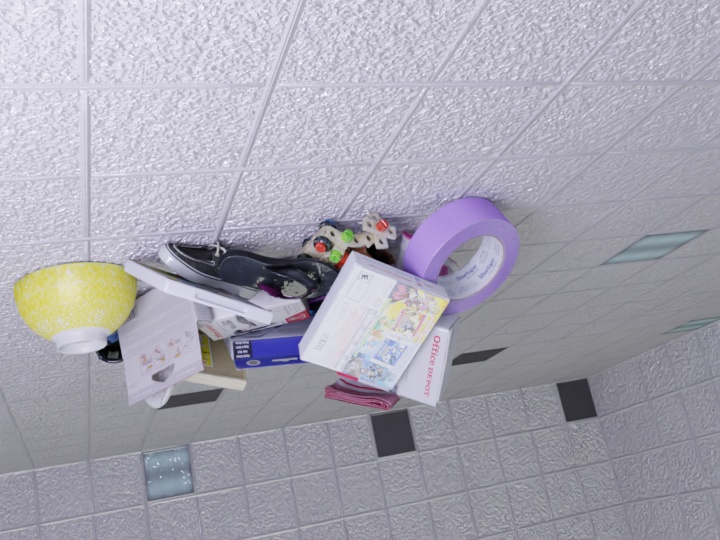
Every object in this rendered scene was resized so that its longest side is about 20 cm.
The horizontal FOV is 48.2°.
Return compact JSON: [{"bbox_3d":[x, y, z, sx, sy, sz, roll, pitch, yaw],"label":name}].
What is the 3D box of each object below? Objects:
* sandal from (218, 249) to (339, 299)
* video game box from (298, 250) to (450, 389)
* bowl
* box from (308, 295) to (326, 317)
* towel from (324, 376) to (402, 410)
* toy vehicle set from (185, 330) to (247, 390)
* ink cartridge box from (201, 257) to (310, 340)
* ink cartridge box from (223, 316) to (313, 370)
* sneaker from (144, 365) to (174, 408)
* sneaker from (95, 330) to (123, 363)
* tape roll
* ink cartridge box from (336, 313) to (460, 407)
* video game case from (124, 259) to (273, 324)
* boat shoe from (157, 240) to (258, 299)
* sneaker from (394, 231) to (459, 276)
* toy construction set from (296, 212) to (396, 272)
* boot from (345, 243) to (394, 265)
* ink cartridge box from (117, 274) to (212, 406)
[{"bbox_3d":[-0.126,0.018,1.263,0.196,0.049,0.076,7,130,-19],"label":"sandal"},{"bbox_3d":[0.021,0.085,1.313,0.179,0.047,0.202,22,116,-20],"label":"video game box"},{"bbox_3d":[-0.459,0.073,1.314,0.195,0.110,0.201,-11,162,-3],"label":"bowl"},{"bbox_3d":[-0.092,0.068,1.673,0.140,0.037,0.200,-16,163,13],"label":"box"},{"bbox_3d":[0.038,0.200,1.510,0.141,0.023,0.199,6,-160,29],"label":"towel"},{"bbox_3d":[-0.325,0.167,1.598,0.196,0.126,0.027,15,126,-28],"label":"toy vehicle set"},{"bbox_3d":[-0.200,0.056,1.480,0.195,0.085,0.147,-13,163,1],"label":"ink cartridge box"},{"bbox_3d":[-0.162,0.137,1.577,0.195,0.042,0.200,-4,-168,-16],"label":"ink cartridge box"},{"bbox_3d":[-0.350,0.153,1.491,0.075,0.205,0.080,6,172,26],"label":"sneaker"},{"bbox_3d":[-0.477,0.138,1.533,0.077,0.091,0.201,-9,162,-6],"label":"sneaker"},{"bbox_3d":[0.172,-0.023,1.371,0.197,0.066,0.203,-20,137,-19],"label":"tape roll"},{"bbox_3d":[0.068,0.134,1.430,0.196,0.149,0.083,15,-161,19],"label":"ink cartridge box"},{"bbox_3d":[-0.253,0.033,1.247,0.180,0.023,0.199,21,178,-34],"label":"video game case"},{"bbox_3d":[-0.231,-0.015,1.288,0.198,0.071,0.064,22,111,-47],"label":"boat shoe"},{"bbox_3d":[0.112,-0.001,1.474,0.081,0.089,0.199,30,-179,35],"label":"sneaker"},{"bbox_3d":[-0.032,-0.019,1.328,0.130,0.093,0.200,30,127,-16],"label":"toy construction set"},{"bbox_3d":[0.000,0.000,1.490,0.153,0.078,0.199,-26,151,27],"label":"boot"},{"bbox_3d":[-0.340,0.120,1.406,0.198,0.180,0.044,-26,159,30],"label":"ink cartridge box"}]
